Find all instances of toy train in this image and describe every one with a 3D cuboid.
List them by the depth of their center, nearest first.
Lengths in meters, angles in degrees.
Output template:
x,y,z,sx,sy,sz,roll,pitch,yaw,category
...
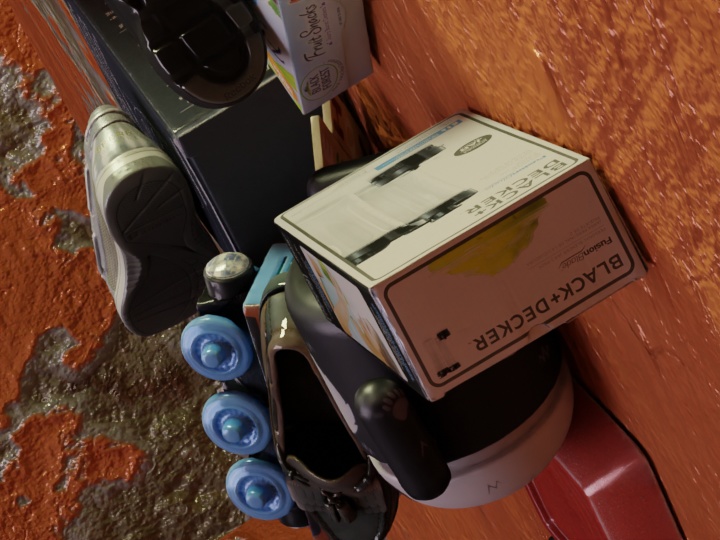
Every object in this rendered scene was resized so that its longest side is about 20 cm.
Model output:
x,y,z,sx,sy,sz,roll,pitch,yaw,category
-0.035,0.074,1.682,0.087,0.114,0.201,-63,-36,-52,toy train

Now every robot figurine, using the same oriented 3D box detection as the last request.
x,y,z,sx,sy,sz,roll,pitch,yaw,category
0.034,0.033,1.458,0.125,0.150,0.200,21,146,52,robot figurine

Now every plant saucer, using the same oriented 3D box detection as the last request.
x,y,z,sx,sy,sz,roll,pitch,yaw,category
0.131,0.129,1.581,0.200,0.037,0.200,48,168,51,plant saucer

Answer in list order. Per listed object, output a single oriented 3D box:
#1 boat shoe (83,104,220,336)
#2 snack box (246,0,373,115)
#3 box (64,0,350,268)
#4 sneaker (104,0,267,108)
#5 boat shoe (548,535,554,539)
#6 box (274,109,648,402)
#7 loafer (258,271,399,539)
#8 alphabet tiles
x,y,z,sx,sy,sz,roll,pitch,yaw,category
-0.137,-0.027,1.747,0.065,0.074,0.202,60,172,29,boat shoe
-0.055,-0.183,1.439,0.142,0.053,0.200,57,173,18,snack box
-0.088,-0.113,1.740,0.200,0.107,0.149,52,171,44,box
-0.123,-0.171,1.436,0.200,0.075,0.079,60,174,-12,sneaker
0.133,0.210,1.754,0.075,0.073,0.200,58,173,-1,boat shoe
0.042,-0.012,1.270,0.060,0.116,0.200,62,173,-15,box
-0.025,0.095,1.606,0.063,0.072,0.201,-76,-23,-52,loafer
0.000,0.000,1.605,0.167,0.008,0.201,51,-149,-67,alphabet tiles
